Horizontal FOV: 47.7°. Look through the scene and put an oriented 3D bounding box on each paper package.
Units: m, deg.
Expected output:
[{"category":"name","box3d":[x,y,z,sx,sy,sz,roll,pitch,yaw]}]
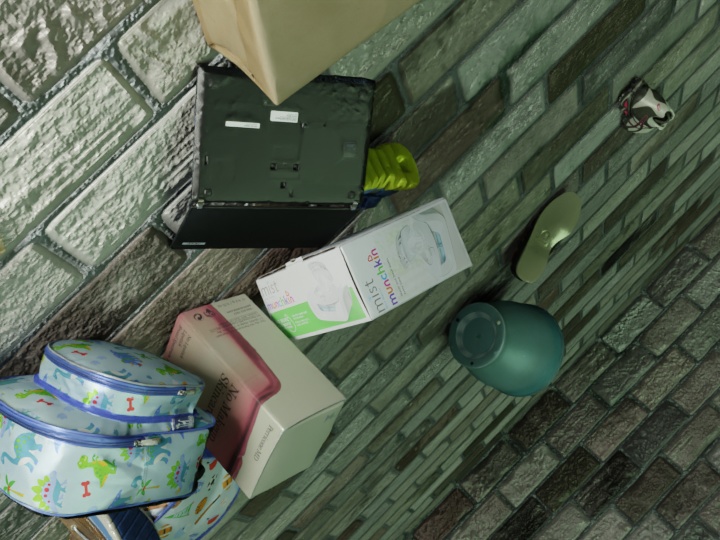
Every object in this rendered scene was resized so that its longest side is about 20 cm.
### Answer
[{"category":"paper package","box3d":[-0.037,-0.269,0.650,0.200,0.103,0.191,-40,154,-17]}]

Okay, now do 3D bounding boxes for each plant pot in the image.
[{"category":"plant pot","box3d":[0.284,0.149,1.675,0.188,0.200,0.200,20,112,-46]}]

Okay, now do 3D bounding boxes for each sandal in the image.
[{"category":"sandal","box3d":[-0.016,-0.109,0.952,0.087,0.080,0.200,-31,157,34]}]

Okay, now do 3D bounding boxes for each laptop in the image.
[{"category":"laptop","box3d":[-0.093,-0.104,0.826,0.177,0.103,0.201,-2,109,-24]}]

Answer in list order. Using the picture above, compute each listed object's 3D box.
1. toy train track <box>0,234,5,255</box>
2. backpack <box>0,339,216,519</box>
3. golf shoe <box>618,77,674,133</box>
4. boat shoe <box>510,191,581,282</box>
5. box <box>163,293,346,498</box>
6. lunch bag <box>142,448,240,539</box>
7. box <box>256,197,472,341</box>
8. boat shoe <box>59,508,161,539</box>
[{"category":"toy train track","box3d":[-0.344,0.037,0.695,0.115,0.033,0.200,-31,152,-30]},{"category":"backpack","box3d":[-0.268,0.151,0.818,0.200,0.183,0.148,3,103,-57]},{"category":"golf shoe","box3d":[0.549,-0.292,1.551,0.077,0.088,0.200,-54,155,11]},{"category":"boat shoe","box3d":[0.363,-0.070,1.617,0.202,0.074,0.063,-58,-170,1]},{"category":"box","box3d":[-0.137,0.146,0.980,0.109,0.200,0.128,-17,141,-48]},{"category":"lunch bag","box3d":[-0.261,0.304,1.110,0.200,0.124,0.170,-40,156,6]},{"category":"box","box3d":[0.000,0.000,1.002,0.176,0.097,0.200,-27,-175,-37]},{"category":"boat shoe","box3d":[-0.313,0.307,0.985,0.072,0.200,0.072,-32,-173,17]}]
